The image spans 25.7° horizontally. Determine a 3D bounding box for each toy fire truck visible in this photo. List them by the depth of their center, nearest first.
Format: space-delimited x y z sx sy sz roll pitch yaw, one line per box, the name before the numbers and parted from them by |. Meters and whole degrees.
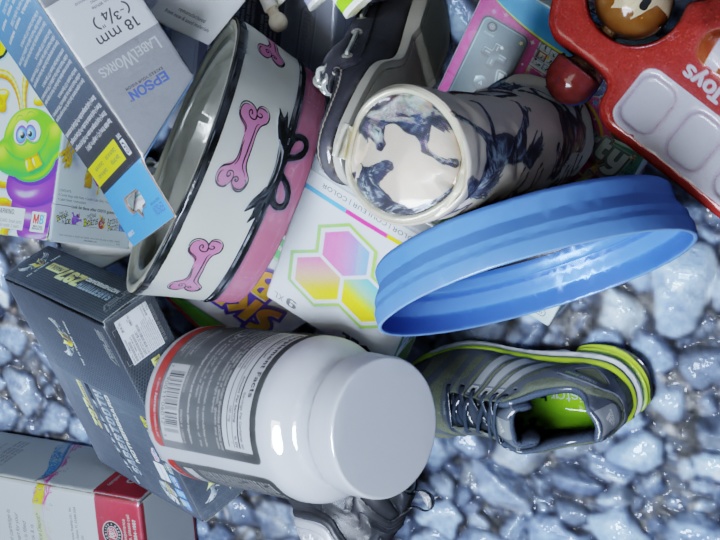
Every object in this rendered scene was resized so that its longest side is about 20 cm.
toy fire truck | 0.200 -0.145 0.939 0.200 0.112 0.168 39 96 9

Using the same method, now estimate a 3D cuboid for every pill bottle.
pill bottle | -0.050 0.100 1.097 0.200 0.116 0.116 3 112 48

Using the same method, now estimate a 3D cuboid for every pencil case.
pencil case | 0.065 -0.076 0.942 0.089 0.200 0.078 10 103 28

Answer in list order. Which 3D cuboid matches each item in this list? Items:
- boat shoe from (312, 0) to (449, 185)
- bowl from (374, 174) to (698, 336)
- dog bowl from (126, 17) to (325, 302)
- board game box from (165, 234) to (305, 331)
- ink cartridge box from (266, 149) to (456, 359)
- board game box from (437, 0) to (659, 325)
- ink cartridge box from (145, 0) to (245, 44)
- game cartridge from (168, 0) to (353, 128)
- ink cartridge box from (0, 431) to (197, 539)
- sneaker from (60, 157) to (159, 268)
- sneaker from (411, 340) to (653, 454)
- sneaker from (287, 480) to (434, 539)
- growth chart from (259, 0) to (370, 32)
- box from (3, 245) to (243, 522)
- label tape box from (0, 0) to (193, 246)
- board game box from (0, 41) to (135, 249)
boat shoe | 0.004 -0.119 1.034 0.063 0.200 0.073 1 129 23
bowl | 0.103 -0.008 0.959 0.201 0.201 0.039 -23 75 32
dog bowl | -0.089 -0.066 1.071 0.074 0.200 0.200 20 122 -15
board game box | -0.067 0.000 1.199 0.200 0.030 0.096 -31 113 35
ink cartridge box | 0.000 0.000 1.097 0.104 0.059 0.200 32 136 10
board game box | 0.118 -0.087 1.066 0.147 0.064 0.200 32 120 11
ink cartridge box | -0.101 -0.276 1.039 0.200 0.083 0.147 -49 66 13
game cartridge | -0.072 -0.181 1.142 0.133 0.041 0.200 20 117 23
ink cartridge box | -0.246 0.229 1.359 0.200 0.083 0.146 6 112 25
sneaker | -0.164 -0.054 1.218 0.200 0.070 0.080 -14 99 31
sneaker | 0.103 0.094 1.132 0.200 0.081 0.074 -8 105 29
sneaker | -0.026 0.131 1.222 0.114 0.075 0.200 -42 77 18
growth chart | 0.000 -0.242 1.050 0.200 0.018 0.145 -23 80 19
box | -0.184 0.087 1.227 0.158 0.051 0.200 20 139 48
label tape box | -0.165 -0.124 1.028 0.200 0.063 0.144 57 161 -5
board game box | -0.228 -0.123 1.165 0.103 0.105 0.200 8 90 25
